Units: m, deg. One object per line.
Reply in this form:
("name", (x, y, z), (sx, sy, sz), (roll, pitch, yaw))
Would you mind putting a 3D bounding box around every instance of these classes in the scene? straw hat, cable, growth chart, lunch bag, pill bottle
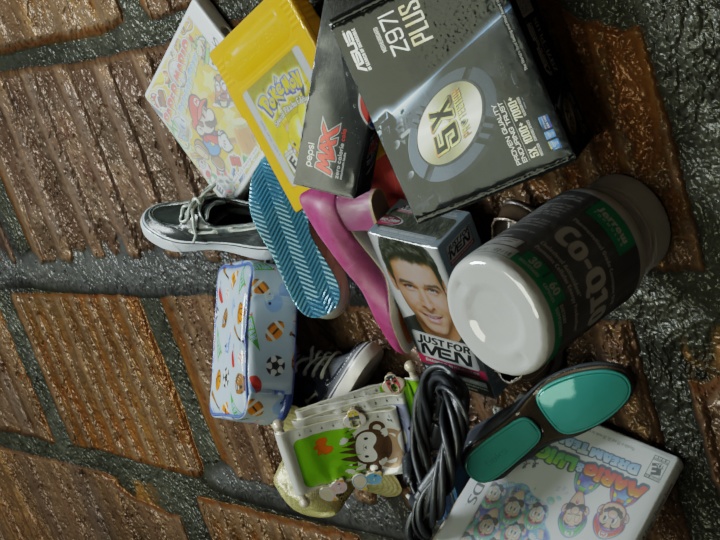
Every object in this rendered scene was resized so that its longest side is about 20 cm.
("straw hat", (-0.054, 0.254, 1.694), (0.199, 0.086, 0.202), (27, 157, 12))
("cable", (0.071, 0.192, 1.439), (0.050, 0.165, 0.201), (13, 143, -4))
("growth chart", (-0.003, 0.196, 1.608), (0.018, 0.198, 0.146), (-97, -18, -63))
("lunch bag", (-0.131, 0.082, 1.670), (0.160, 0.075, 0.203), (172, 104, -67))
("pill bottle", (0.177, -0.002, 1.209), (0.112, 0.199, 0.114), (29, 135, 33))

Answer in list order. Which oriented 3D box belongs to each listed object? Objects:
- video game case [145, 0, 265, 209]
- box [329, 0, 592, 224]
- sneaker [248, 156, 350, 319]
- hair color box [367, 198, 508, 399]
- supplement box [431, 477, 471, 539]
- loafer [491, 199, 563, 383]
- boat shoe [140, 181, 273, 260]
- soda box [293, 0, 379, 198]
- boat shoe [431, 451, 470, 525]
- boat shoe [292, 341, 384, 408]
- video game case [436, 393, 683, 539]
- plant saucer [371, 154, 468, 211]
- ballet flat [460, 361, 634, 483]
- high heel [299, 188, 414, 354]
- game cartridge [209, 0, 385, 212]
("video game case", (-0.169, -0.193, 1.630), (0.183, 0.023, 0.200), (53, 144, 8))
("box", (0.091, -0.169, 1.237), (0.162, 0.086, 0.202), (-20, 100, 25))
("sneaker", (-0.069, -0.038, 1.574), (0.076, 0.081, 0.203), (-20, 79, 11))
("hair color box", (0.090, 0.030, 1.419), (0.098, 0.061, 0.202), (14, 137, 44))
("supplement box", (0.125, 0.318, 1.470), (0.073, 0.201, 0.126), (23, 162, 37))
("loafer", (0.160, 0.029, 1.361), (0.072, 0.071, 0.203), (15, 126, 43))
("boat shoe", (-0.180, -0.062, 1.653), (0.197, 0.074, 0.069), (13, 143, 26))
("soda box", (-0.010, -0.177, 1.345), (0.070, 0.063, 0.203), (13, 104, 13))
("boat shoe", (0.110, 0.276, 1.582), (0.068, 0.084, 0.203), (-4, 110, 38))
("boat shoe", (-0.043, 0.124, 1.661), (0.093, 0.075, 0.201), (42, 142, 9))
("video game case", (0.196, 0.233, 1.384), (0.199, 0.183, 0.024), (20, 161, 40))
("plant saucer", (0.015, -0.104, 1.467), (0.200, 0.037, 0.200), (51, 144, 10))
("ballet flat", (0.185, 0.142, 1.394), (0.199, 0.073, 0.074), (-34, 88, 17))
("high heel", (0.000, 0.000, 1.463), (0.095, 0.068, 0.202), (3, 128, 33))
("game cartridge", (-0.068, -0.179, 1.456), (0.176, 0.032, 0.202), (-29, 92, 54))
